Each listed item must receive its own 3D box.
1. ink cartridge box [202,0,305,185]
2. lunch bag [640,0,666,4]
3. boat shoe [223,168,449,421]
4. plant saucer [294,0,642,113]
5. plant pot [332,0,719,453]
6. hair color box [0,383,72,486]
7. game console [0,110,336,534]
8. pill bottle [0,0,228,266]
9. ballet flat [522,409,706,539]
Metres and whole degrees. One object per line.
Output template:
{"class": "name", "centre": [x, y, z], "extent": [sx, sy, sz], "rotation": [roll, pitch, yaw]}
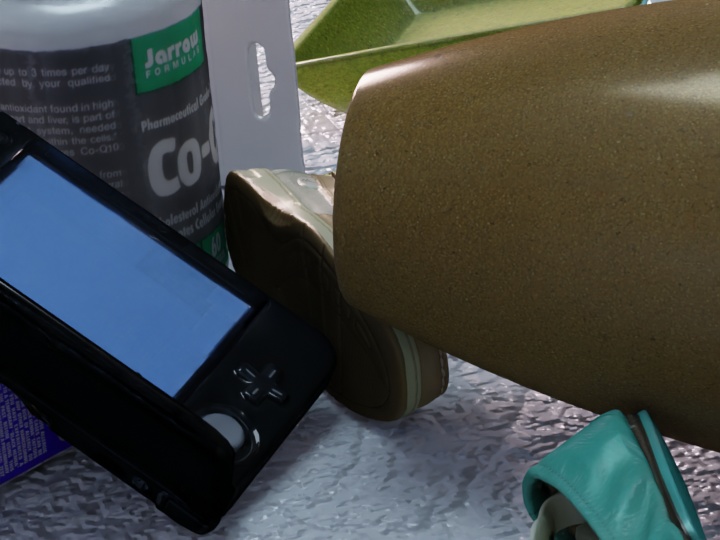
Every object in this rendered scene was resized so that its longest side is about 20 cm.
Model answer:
{"class": "ink cartridge box", "centre": [-0.118, -0.110, 1.316], "extent": [0.199, 0.116, 0.067], "rotation": [3, 24, 16]}
{"class": "lunch bag", "centre": [0.231, -0.091, 1.246], "extent": [0.160, 0.078, 0.200], "rotation": [-17, 26, -20]}
{"class": "boat shoe", "centre": [0.000, 0.000, 1.093], "extent": [0.066, 0.074, 0.200], "rotation": [-11, 29, -19]}
{"class": "plant saucer", "centre": [0.076, -0.138, 1.392], "extent": [0.199, 0.048, 0.200], "rotation": [-8, 22, 21]}
{"class": "plant pot", "centre": [0.096, -0.022, 0.965], "extent": [0.199, 0.187, 0.187], "rotation": [5, 26, 14]}
{"class": "hair color box", "centre": [-0.209, 0.062, 1.012], "extent": [0.109, 0.065, 0.200], "rotation": [15, 29, 39]}
{"class": "game console", "centre": [-0.107, -0.004, 0.961], "extent": [0.200, 0.117, 0.176], "rotation": [35, 43, 5]}
{"class": "pill bottle", "centre": [-0.124, -0.083, 1.148], "extent": [0.112, 0.201, 0.113], "rotation": [-5, 24, 2]}
{"class": "ballet flat", "centre": [0.096, 0.114, 0.844], "extent": [0.070, 0.068, 0.200], "rotation": [-31, 25, 3]}
